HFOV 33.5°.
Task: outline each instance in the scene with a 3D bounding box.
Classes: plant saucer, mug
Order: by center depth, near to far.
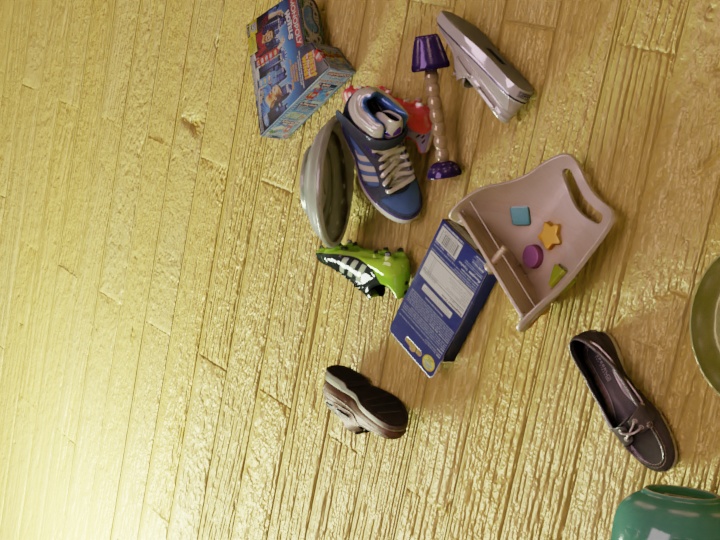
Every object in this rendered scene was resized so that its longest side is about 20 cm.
[{"bbox_3d":[0.463,0.062,1.344,0.199,0.031,0.203,0,90,48],"label":"plant saucer"},{"bbox_3d":[0.377,0.310,1.368,0.152,0.183,0.116,-176,90,-73],"label":"mug"},{"bbox_3d":[-0.055,-0.136,1.822,0.050,0.200,0.203,4,93,13],"label":"plant saucer"}]

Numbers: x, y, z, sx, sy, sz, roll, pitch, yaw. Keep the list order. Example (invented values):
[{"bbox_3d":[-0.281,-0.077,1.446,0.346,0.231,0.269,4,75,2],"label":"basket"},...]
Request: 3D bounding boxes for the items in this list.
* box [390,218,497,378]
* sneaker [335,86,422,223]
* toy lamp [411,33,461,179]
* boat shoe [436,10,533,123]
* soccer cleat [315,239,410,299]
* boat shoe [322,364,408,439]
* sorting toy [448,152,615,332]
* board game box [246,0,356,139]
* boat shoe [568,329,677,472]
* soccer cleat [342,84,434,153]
[{"bbox_3d":[0.120,0.042,1.735,0.121,0.032,0.201,48,122,38],"label":"box"},{"bbox_3d":[0.040,-0.169,1.727,0.202,0.080,0.146,61,164,1],"label":"sneaker"},{"bbox_3d":[0.107,-0.234,1.709,0.058,0.058,0.203,5,107,48],"label":"toy lamp"},{"bbox_3d":[0.158,-0.285,1.667,0.066,0.073,0.201,-55,51,27],"label":"boat shoe"},{"bbox_3d":[0.000,0.000,1.854,0.199,0.067,0.082,11,110,48],"label":"soccer cleat"},{"bbox_3d":[0.009,0.217,1.841,0.200,0.071,0.069,37,121,53],"label":"boat shoe"},{"bbox_3d":[0.242,-0.051,1.557,0.180,0.106,0.201,-47,56,29],"label":"sorting toy"},{"bbox_3d":[-0.098,-0.344,1.970,0.199,0.061,0.203,-19,75,46],"label":"board game box"},{"bbox_3d":[0.319,0.163,1.487,0.067,0.057,0.201,-48,55,36],"label":"boat shoe"},{"bbox_3d":[0.039,-0.234,1.813,0.199,0.066,0.078,22,111,44],"label":"soccer cleat"}]
